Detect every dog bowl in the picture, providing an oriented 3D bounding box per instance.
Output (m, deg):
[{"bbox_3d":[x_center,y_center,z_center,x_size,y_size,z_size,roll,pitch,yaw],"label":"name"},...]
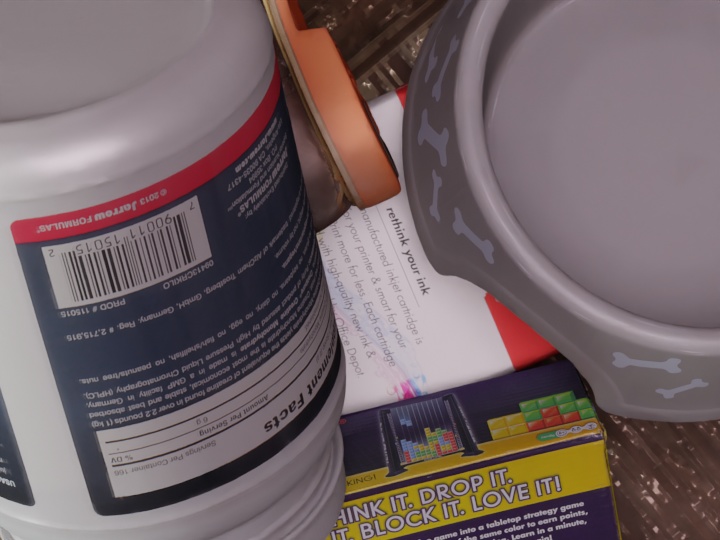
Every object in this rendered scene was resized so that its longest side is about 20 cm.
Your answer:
[{"bbox_3d":[0.116,-0.049,1.040,0.199,0.059,0.201,2,74,-7],"label":"dog bowl"}]

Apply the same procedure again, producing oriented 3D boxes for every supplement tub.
[{"bbox_3d":[-0.082,0.004,0.969,0.140,0.141,0.201,-13,125,-2],"label":"supplement tub"}]

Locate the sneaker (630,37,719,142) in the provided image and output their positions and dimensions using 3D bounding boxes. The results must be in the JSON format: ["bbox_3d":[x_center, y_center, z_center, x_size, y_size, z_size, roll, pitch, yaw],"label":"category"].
[{"bbox_3d":[0.133,-0.002,1.107,0.084,0.075,0.200,-41,91,-11],"label":"sneaker"}]

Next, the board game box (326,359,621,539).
[{"bbox_3d":[0.002,0.136,1.082,0.199,0.057,0.166,-13,119,-2],"label":"board game box"}]

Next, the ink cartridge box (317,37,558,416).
[{"bbox_3d":[0.000,0.000,1.108,0.199,0.067,0.117,-23,91,-1],"label":"ink cartridge box"}]

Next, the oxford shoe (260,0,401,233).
[{"bbox_3d":[-0.059,-0.101,1.060,0.073,0.071,0.200,-27,72,2],"label":"oxford shoe"}]
